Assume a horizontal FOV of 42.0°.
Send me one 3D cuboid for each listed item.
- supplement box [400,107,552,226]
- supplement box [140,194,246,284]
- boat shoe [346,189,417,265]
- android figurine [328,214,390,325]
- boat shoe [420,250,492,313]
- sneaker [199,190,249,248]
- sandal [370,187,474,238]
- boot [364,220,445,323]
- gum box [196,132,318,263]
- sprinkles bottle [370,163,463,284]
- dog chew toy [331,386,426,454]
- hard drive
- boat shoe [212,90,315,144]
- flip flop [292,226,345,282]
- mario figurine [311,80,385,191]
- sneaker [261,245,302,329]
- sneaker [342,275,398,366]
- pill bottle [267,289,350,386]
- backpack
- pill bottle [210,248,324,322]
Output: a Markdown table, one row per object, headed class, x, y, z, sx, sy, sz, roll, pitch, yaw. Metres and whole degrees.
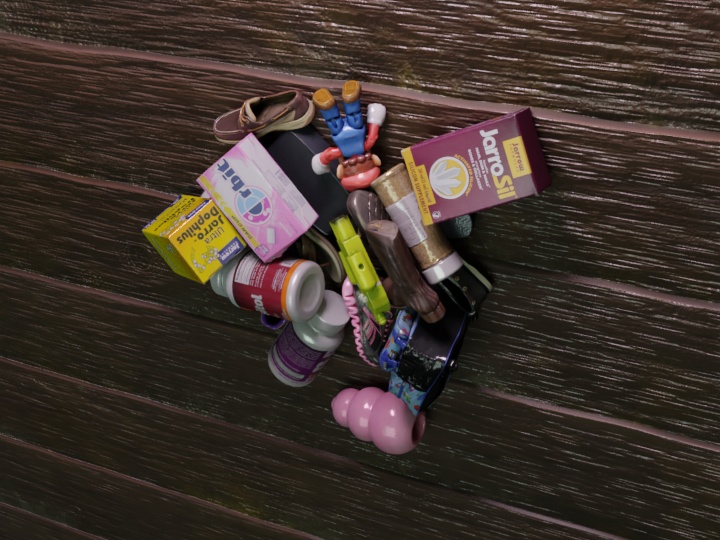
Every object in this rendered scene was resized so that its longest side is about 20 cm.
| class | x | y | z | sx | sy | sz | roll | pitch | yaw |
| --- | --- | --- | --- | --- | --- | --- | --- | --- | --- |
| supplement box | 0.184 | -0.162 | 1.483 | 0.198 | 0.103 | 0.133 | -15 | 98 | 27 |
| supplement box | -0.311 | -0.061 | 1.732 | 0.110 | 0.109 | 0.199 | 54 | 162 | -22 |
| boat shoe | 0.027 | -0.061 | 1.648 | 0.073 | 0.075 | 0.200 | -6 | 137 | 38 |
| android figurine | 0.000 | 0.000 | 1.644 | 0.041 | 0.182 | 0.202 | -24 | 98 | -5 |
| boat shoe | 0.140 | -0.007 | 1.637 | 0.201 | 0.063 | 0.074 | 42 | 163 | -10 |
| sneaker | -0.215 | -0.131 | 1.741 | 0.146 | 0.077 | 0.203 | 48 | 139 | 7 |
| sandal | 0.112 | -0.120 | 1.620 | 0.198 | 0.043 | 0.077 | 26 | 122 | 22 |
| boot | 0.049 | -0.017 | 1.574 | 0.201 | 0.064 | 0.186 | 54 | 164 | -30 |
| gum box | -0.176 | -0.122 | 1.644 | 0.113 | 0.066 | 0.201 | -33 | 101 | 31 |
| sprinkles bottle | 0.094 | -0.077 | 1.566 | 0.068 | 0.068 | 0.201 | -29 | 95 | 37 |
| dog chew toy | 0.030 | 0.289 | 1.873 | 0.198 | 0.124 | 0.126 | 12 | 125 | 30 |
| hard drive | -0.087 | -0.164 | 1.685 | 0.200 | 0.042 | 0.134 | 48 | 129 | -8 |
| boat shoe | -0.179 | -0.273 | 1.628 | 0.197 | 0.073 | 0.072 | -6 | 155 | 25 |
| flip flop | -0.102 | -0.051 | 1.728 | 0.200 | 0.058 | 0.081 | 50 | 164 | -23 |
| mario figurine | -0.022 | -0.225 | 1.588 | 0.122 | 0.106 | 0.202 | 11 | 136 | 28 |
| sneaker | -0.146 | 0.039 | 1.817 | 0.080 | 0.089 | 0.202 | 29 | 128 | 9 |
| sneaker | 0.033 | 0.094 | 1.778 | 0.094 | 0.079 | 0.202 | -8 | 118 | 18 |
| pill bottle | -0.097 | 0.130 | 1.831 | 0.112 | 0.112 | 0.201 | 36 | 132 | 1 |
| backpack | 0.110 | 0.152 | 1.703 | 0.133 | 0.183 | 0.201 | 25 | 134 | 5 |
| pill bottle | -0.174 | 0.023 | 1.725 | 0.198 | 0.113 | 0.114 | 12 | 125 | 30 |
